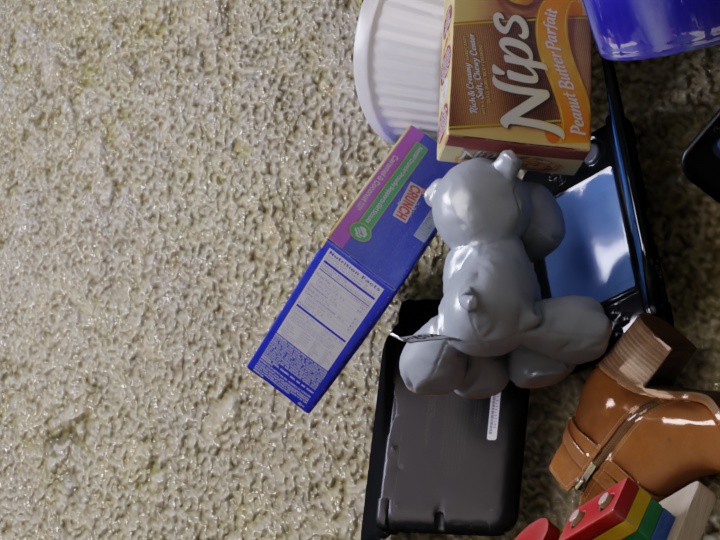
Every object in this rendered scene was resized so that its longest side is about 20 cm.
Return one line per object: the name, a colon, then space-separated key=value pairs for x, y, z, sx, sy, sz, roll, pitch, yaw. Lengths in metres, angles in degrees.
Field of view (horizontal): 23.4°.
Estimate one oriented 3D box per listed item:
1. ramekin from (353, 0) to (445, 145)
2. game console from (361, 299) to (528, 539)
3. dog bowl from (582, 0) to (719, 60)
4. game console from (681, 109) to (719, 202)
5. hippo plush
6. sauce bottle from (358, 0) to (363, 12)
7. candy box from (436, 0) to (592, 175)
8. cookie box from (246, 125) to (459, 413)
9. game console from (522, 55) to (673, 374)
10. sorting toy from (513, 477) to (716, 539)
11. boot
ramekin: x=0.092 y=-0.195 z=1.519 sx=0.094 sy=0.202 sz=0.203 roll=18 pitch=88 yaw=36
game console: x=0.072 y=0.137 z=1.497 sx=0.175 sy=0.116 sz=0.201 roll=-2 pitch=69 yaw=22
dog bowl: x=0.268 y=-0.229 z=1.330 sx=0.200 sy=0.200 sz=0.079 roll=-3 pitch=110 yaw=46
game console: x=0.361 y=-0.080 z=1.224 sx=0.200 sy=0.116 sz=0.176 roll=-51 pitch=44 yaw=21
hippo plush: x=0.088 y=0.001 z=1.365 sx=0.159 sy=0.200 sz=0.161 roll=-29 pitch=59 yaw=39
sauce bottle: x=0.028 y=-0.270 z=1.707 sx=0.065 sy=0.065 sz=0.201 roll=-24 pitch=59 yaw=39
candy box: x=0.125 y=-0.183 z=1.393 sx=0.055 sy=0.115 sz=0.201 roll=111 pitch=164 yaw=-70
cookie box: x=0.000 y=0.000 z=1.495 sx=0.171 sy=0.075 sz=0.200 roll=-54 pitch=-2 yaw=-43
game console: x=0.182 y=-0.043 z=1.413 sx=0.176 sy=0.116 sz=0.201 roll=-29 pitch=55 yaw=36
sorting toy: x=0.144 y=0.248 z=1.263 sx=0.199 sy=0.070 sz=0.200 roll=-43 pitch=10 yaw=48
boot: x=0.233 y=0.149 z=1.318 sx=0.200 sy=0.077 sz=0.156 roll=44 pitch=116 yaw=33
